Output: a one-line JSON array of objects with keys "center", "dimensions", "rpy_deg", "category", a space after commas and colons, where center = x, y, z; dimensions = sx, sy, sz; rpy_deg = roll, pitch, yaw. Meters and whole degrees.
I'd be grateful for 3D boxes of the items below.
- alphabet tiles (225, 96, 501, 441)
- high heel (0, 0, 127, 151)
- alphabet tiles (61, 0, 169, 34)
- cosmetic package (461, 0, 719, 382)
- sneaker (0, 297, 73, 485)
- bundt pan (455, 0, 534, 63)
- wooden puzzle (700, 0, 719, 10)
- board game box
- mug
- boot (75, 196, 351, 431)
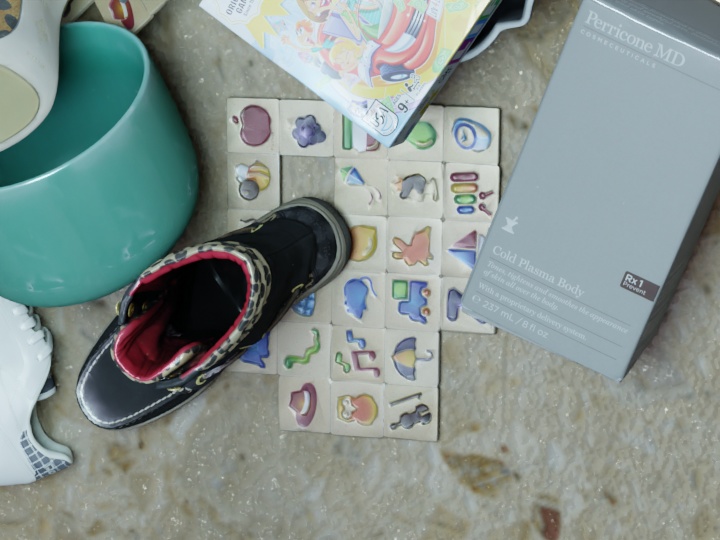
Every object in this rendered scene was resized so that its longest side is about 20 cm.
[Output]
[{"center": [0.000, 0.000, 1.549], "dimensions": [0.167, 0.008, 0.200], "rpy_deg": [3, 100, 15], "category": "alphabet tiles"}, {"center": [-0.221, -0.130, 1.483], "dimensions": [0.200, 0.143, 0.071], "rpy_deg": [-43, 126, -10], "category": "high heel"}, {"center": [-0.138, -0.234, 1.506], "dimensions": [0.200, 0.006, 0.167], "rpy_deg": [-38, 76, 39], "category": "alphabet tiles"}, {"center": [0.144, -0.054, 1.444], "dimensions": [0.107, 0.090, 0.200], "rpy_deg": [25, 117, 12], "category": "cosmetic package"}, {"center": [-0.227, 0.032, 1.594], "dimensions": [0.080, 0.076, 0.200], "rpy_deg": [-8, 101, 6], "category": "sneaker"}, {"center": [0.032, -0.214, 1.468], "dimensions": [0.201, 0.076, 0.202], "rpy_deg": [3, 100, 16], "category": "bundt pan"}, {"center": [0.256, -0.191, 1.431], "dimensions": [0.185, 0.037, 0.200], "rpy_deg": [13, 107, 15], "category": "wooden puzzle"}, {"center": [0.022, -0.186, 1.418], "dimensions": [0.134, 0.034, 0.200], "rpy_deg": [37, 107, 8], "category": "board game box"}, {"center": [-0.171, -0.062, 1.525], "dimensions": [0.152, 0.185, 0.115], "rpy_deg": [-18, 127, 9], "category": "mug"}, {"center": [-0.106, 0.035, 1.502], "dimensions": [0.200, 0.151, 0.073], "rpy_deg": [-34, 89, 18], "category": "boot"}]
